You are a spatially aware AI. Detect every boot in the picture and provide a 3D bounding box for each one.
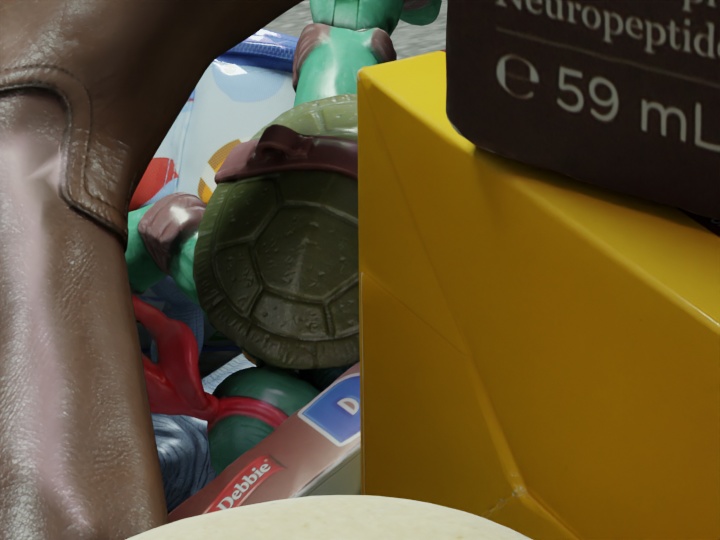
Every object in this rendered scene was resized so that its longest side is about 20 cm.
[{"bbox_3d":[-0.045,0.000,0.622,0.186,0.064,0.201,-19,54,22],"label":"boot"}]

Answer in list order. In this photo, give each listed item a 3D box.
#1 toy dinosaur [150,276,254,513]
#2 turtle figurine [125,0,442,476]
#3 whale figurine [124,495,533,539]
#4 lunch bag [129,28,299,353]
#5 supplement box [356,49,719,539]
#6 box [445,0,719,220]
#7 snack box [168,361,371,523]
[{"bbox_3d":[-0.023,0.056,0.826,0.181,0.200,0.105,-30,54,0],"label":"toy dinosaur"},{"bbox_3d":[0.000,0.000,0.724,0.149,0.101,0.200,24,61,3],"label":"turtle figurine"},{"bbox_3d":[0.003,0.130,0.492,0.159,0.104,0.200,-11,40,-16],"label":"whale figurine"},{"bbox_3d":[-0.059,-0.019,0.945,0.199,0.076,0.160,-1,-16,35],"label":"lunch bag"},{"bbox_3d":[0.132,0.032,0.593,0.199,0.133,0.197,-15,30,-25],"label":"supplement box"},{"bbox_3d":[0.123,-0.122,0.528,0.166,0.201,0.164,17,33,32],"label":"box"},{"bbox_3d":[0.038,0.032,0.686,0.200,0.072,0.024,-38,42,-17],"label":"snack box"}]
